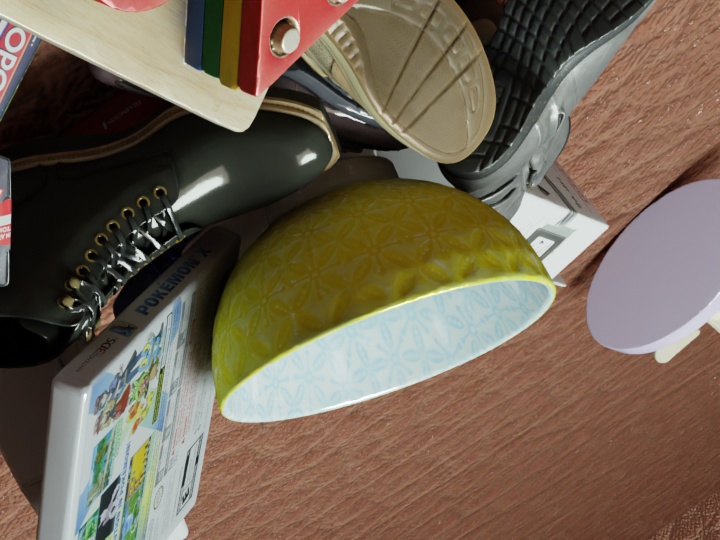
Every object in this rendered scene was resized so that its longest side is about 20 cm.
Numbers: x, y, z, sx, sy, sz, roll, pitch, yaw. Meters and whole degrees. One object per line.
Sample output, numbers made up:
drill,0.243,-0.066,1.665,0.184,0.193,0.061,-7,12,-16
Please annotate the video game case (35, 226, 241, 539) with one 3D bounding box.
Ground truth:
video game case,-0.124,0.098,0.818,0.182,0.022,0.200,-51,158,-57

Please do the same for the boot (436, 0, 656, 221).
boot,0.113,-0.117,0.884,0.200,0.070,0.132,-46,162,-3

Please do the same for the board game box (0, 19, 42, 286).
board game box,-0.215,-0.075,0.646,0.200,0.062,0.200,31,86,-57

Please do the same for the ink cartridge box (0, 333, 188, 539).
ink cartridge box,-0.190,0.100,0.960,0.083,0.147,0.200,-28,153,-13

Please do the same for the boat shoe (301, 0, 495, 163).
boat shoe,-0.004,-0.134,0.767,0.071,0.064,0.200,-50,122,-8

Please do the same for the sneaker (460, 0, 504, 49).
sneaker,0.105,-0.128,0.991,0.070,0.076,0.200,-45,153,22

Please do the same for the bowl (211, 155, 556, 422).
bowl,0.000,0.000,0.843,0.200,0.108,0.200,-18,164,-5

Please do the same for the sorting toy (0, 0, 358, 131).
sorting toy,-0.054,-0.169,0.608,0.200,0.070,0.199,22,93,-54

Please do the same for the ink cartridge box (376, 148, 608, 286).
ink cartridge box,0.100,-0.060,1.062,0.067,0.116,0.200,-44,154,18

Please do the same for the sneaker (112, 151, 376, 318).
sneaker,-0.090,-0.040,0.924,0.199,0.081,0.115,-44,151,4

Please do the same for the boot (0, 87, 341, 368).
boot,-0.109,-0.014,0.750,0.199,0.139,0.078,-15,128,16

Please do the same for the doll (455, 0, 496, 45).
doll,0.043,-0.176,0.852,0.200,0.049,0.136,-37,136,10

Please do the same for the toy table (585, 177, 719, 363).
toy table,0.322,0.011,1.413,0.200,0.184,0.117,-35,142,32

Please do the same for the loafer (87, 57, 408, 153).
loafer,-0.054,-0.104,0.811,0.200,0.072,0.063,19,129,-33

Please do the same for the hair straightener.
hair straightener,-0.163,-0.042,0.859,0.200,0.041,0.077,-37,155,6

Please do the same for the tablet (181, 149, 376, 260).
tablet,-0.028,-0.015,0.941,0.130,0.014,0.200,-43,154,-2
